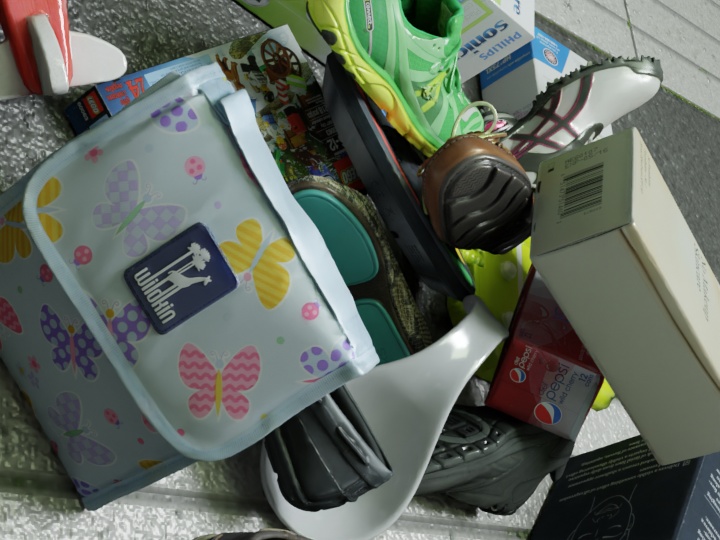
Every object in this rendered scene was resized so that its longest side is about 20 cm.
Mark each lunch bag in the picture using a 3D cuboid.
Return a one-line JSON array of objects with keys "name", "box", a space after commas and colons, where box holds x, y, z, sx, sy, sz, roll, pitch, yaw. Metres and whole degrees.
[{"name": "lunch bag", "box": [-0.101, 0.010, 0.614, 0.127, 0.199, 0.171, -34, 96, -51]}]

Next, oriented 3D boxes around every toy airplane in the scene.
[{"name": "toy airplane", "box": [-0.191, -0.192, 0.665, 0.198, 0.141, 0.201, 32, 70, -11]}]

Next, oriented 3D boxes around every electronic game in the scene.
[{"name": "electronic game", "box": [0.029, -0.068, 0.863, 0.201, 0.041, 0.200, 60, 8, -14]}]

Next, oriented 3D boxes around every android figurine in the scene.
[{"name": "android figurine", "box": [0.140, 0.042, 0.989, 0.199, 0.041, 0.184, 31, 50, -36]}]

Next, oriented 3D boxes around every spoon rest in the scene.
[{"name": "spoon rest", "box": [0.021, 0.088, 0.765, 0.200, 0.061, 0.099, -43, 89, -19]}]

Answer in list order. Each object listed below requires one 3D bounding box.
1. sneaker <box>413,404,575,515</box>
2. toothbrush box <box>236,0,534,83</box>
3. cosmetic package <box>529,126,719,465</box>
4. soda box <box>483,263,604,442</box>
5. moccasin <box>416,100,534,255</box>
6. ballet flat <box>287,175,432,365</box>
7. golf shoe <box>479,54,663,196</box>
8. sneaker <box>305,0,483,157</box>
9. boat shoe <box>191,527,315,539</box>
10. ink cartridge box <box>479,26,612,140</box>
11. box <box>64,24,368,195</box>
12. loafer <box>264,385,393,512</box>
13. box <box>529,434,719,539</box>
[{"name": "sneaker", "box": [0.085, 0.137, 0.849, 0.198, 0.076, 0.092, -10, 116, -32]}, {"name": "toothbrush box", "box": [0.016, -0.224, 0.911, 0.199, 0.145, 0.087, 30, 49, -35]}, {"name": "cosmetic package", "box": [0.188, 0.020, 0.787, 0.200, 0.073, 0.104, 52, 33, -30]}, {"name": "soda box", "box": [0.149, 0.031, 0.881, 0.069, 0.064, 0.200, 22, 34, 5]}, {"name": "moccasin", "box": [0.077, -0.060, 0.792, 0.078, 0.073, 0.201, 57, 16, 12]}, {"name": "ballet flat", "box": [0.000, 0.000, 0.814, 0.076, 0.067, 0.201, -76, 147, -47]}, {"name": "golf shoe", "box": [0.160, -0.105, 0.978, 0.077, 0.198, 0.089, 40, 26, -72]}, {"name": "sneaker", "box": [0.043, -0.138, 0.802, 0.200, 0.083, 0.074, 38, 19, -53]}, {"name": "boat shoe", "box": [-0.015, 0.200, 0.705, 0.199, 0.073, 0.075, 24, 54, -38]}, {"name": "ink cartridge box", "box": [0.174, -0.104, 1.081, 0.115, 0.067, 0.202, 22, 54, -39]}, {"name": "box", "box": [-0.086, -0.078, 0.805, 0.200, 0.038, 0.138, -33, 95, -51]}, {"name": "loafer", "box": [-0.038, 0.040, 0.710, 0.068, 0.070, 0.203, -19, 88, -78]}, {"name": "box", "box": [0.207, 0.220, 0.881, 0.107, 0.148, 0.200, 53, 41, -11]}]
